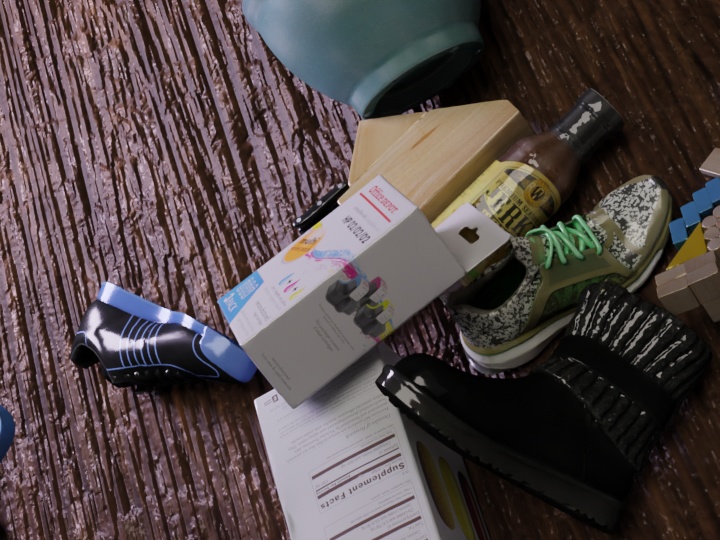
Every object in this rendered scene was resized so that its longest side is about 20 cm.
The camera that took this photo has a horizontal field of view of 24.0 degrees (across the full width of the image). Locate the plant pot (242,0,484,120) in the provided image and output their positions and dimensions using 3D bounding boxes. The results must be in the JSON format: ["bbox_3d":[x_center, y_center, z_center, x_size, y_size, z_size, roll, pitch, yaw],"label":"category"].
[{"bbox_3d":[0.020,-0.209,1.401,0.200,0.200,0.134,-32,79,12],"label":"plant pot"}]

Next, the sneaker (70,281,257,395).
[{"bbox_3d":[-0.167,0.073,1.422,0.200,0.070,0.078,19,79,43],"label":"sneaker"}]

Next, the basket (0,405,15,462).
[{"bbox_3d":[-0.386,0.174,1.447,0.176,0.139,0.200,31,92,40],"label":"basket"}]

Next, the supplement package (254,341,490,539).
[{"bbox_3d":[0.016,0.170,1.223,0.109,0.114,0.200,-30,53,15],"label":"supplement package"}]

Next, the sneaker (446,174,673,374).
[{"bbox_3d":[0.146,-0.006,1.259,0.200,0.089,0.077,-41,51,5],"label":"sneaker"}]

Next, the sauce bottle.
[{"bbox_3d":[0.121,-0.060,1.320,0.200,0.065,0.065,-46,50,3],"label":"sauce bottle"}]

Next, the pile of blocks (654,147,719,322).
[{"bbox_3d":[0.281,-0.040,1.220,0.200,0.062,0.082,-48,38,-11],"label":"pile of blocks"}]

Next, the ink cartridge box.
[{"bbox_3d":[0.000,0.000,1.235,0.200,0.068,0.115,-38,21,-2],"label":"ink cartridge box"}]

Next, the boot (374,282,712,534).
[{"bbox_3d":[0.128,0.070,1.178,0.158,0.211,0.079,-62,15,-7],"label":"boot"}]

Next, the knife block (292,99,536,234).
[{"bbox_3d":[0.041,-0.038,1.357,0.200,0.064,0.176,-6,62,28],"label":"knife block"}]
